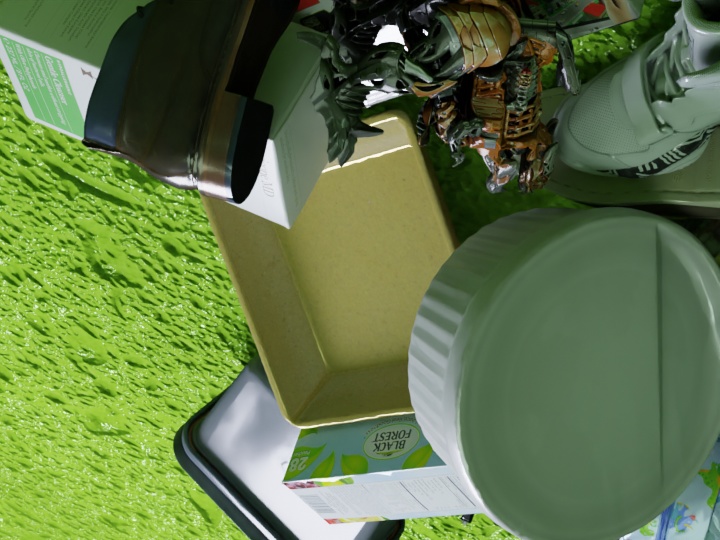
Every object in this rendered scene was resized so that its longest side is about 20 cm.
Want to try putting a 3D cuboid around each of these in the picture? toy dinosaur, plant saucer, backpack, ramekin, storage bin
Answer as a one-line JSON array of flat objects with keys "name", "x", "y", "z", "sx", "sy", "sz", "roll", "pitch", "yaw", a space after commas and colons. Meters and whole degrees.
[{"name": "toy dinosaur", "x": 0.044, "y": -0.126, "z": 0.774, "sx": 0.134, "sy": 0.102, "sz": 0.202, "roll": -11, "pitch": 107, "yaw": 19}, {"name": "plant saucer", "x": 0.000, "y": 0.000, "z": 0.986, "sx": 0.199, "sy": 0.048, "sz": 0.202, "roll": -12, "pitch": 102, "yaw": 40}, {"name": "backpack", "x": 0.248, "y": 0.193, "z": 1.081, "sx": 0.153, "sy": 0.163, "sz": 0.202, "roll": 4, "pitch": 121, "yaw": 32}, {"name": "ramekin", "x": 0.119, "y": 0.055, "z": 0.848, "sx": 0.202, "sy": 0.203, "sz": 0.094, "roll": 44, "pitch": 171, "yaw": -29}, {"name": "storage bin", "x": -0.030, "y": 0.142, "z": 1.172, "sx": 0.200, "sy": 0.145, "sz": 0.135, "roll": 45, "pitch": 136, "yaw": 10}]

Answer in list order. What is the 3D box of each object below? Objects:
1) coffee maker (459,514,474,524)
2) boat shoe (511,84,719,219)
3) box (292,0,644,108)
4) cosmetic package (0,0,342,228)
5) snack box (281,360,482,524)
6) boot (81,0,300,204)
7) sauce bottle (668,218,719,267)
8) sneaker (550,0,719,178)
[{"name": "coffee maker", "x": -0.020, "y": 0.254, "z": 1.262, "sx": 0.190, "sy": 0.201, "sz": 0.135, "roll": 6, "pitch": 144, "yaw": 21}, {"name": "boat shoe", "x": 0.177, "y": -0.065, "z": 0.844, "sx": 0.198, "sy": 0.073, "sz": 0.059, "roll": 8, "pitch": 170, "yaw": 29}, {"name": "box", "x": 0.049, "y": -0.163, "z": 0.807, "sx": 0.199, "sy": 0.035, "sz": 0.110, "roll": -12, "pitch": 133, "yaw": 39}, {"name": "cosmetic package", "x": -0.115, "y": -0.118, "z": 0.881, "sx": 0.199, "sy": 0.085, "sz": 0.108, "roll": 23, "pitch": 155, "yaw": 16}, {"name": "snack box", "x": 0.057, "y": 0.090, "z": 1.026, "sx": 0.199, "sy": 0.170, "sz": 0.068, "roll": -13, "pitch": 135, "yaw": 40}, {"name": "boot", "x": -0.089, "y": -0.144, "z": 0.779, "sx": 0.096, "sy": 0.202, "sz": 0.075, "roll": 12, "pitch": 176, "yaw": 13}, {"name": "sauce bottle", "x": 0.270, "y": 0.022, "z": 0.910, "sx": 0.200, "sy": 0.065, "sz": 0.065, "roll": 39, "pitch": 142, "yaw": -20}, {"name": "sneaker", "x": 0.167, "y": -0.109, "z": 0.746, "sx": 0.199, "sy": 0.076, "sz": 0.114, "roll": -18, "pitch": 160, "yaw": 36}]
